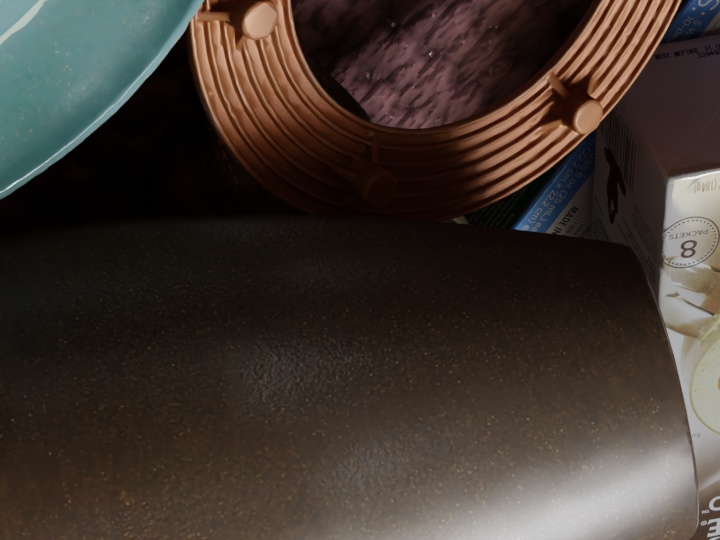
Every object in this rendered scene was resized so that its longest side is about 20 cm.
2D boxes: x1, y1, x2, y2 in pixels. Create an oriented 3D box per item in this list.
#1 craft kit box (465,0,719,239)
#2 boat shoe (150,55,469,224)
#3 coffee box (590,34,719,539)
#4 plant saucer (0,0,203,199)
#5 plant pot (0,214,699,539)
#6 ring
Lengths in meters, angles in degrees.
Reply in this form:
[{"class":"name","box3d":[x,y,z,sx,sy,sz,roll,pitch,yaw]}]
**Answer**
[{"class":"craft kit box","box3d":[0.171,-0.056,0.934,0.197,0.049,0.200,22,118,-31]},{"class":"boat shoe","box3d":[0.000,0.000,0.831,0.068,0.072,0.200,-29,138,16]},{"class":"coffee box","box3d":[0.151,0.011,0.899,0.114,0.080,0.200,-11,131,-9]},{"class":"plant saucer","box3d":[-0.118,-0.083,0.602,0.200,0.036,0.200,-32,153,-19]},{"class":"plant pot","box3d":[-0.005,0.058,0.726,0.200,0.187,0.187,-12,150,-3]},{"class":"ring","box3d":[0.036,-0.100,0.722,0.200,0.019,0.201,-19,126,-28]}]
